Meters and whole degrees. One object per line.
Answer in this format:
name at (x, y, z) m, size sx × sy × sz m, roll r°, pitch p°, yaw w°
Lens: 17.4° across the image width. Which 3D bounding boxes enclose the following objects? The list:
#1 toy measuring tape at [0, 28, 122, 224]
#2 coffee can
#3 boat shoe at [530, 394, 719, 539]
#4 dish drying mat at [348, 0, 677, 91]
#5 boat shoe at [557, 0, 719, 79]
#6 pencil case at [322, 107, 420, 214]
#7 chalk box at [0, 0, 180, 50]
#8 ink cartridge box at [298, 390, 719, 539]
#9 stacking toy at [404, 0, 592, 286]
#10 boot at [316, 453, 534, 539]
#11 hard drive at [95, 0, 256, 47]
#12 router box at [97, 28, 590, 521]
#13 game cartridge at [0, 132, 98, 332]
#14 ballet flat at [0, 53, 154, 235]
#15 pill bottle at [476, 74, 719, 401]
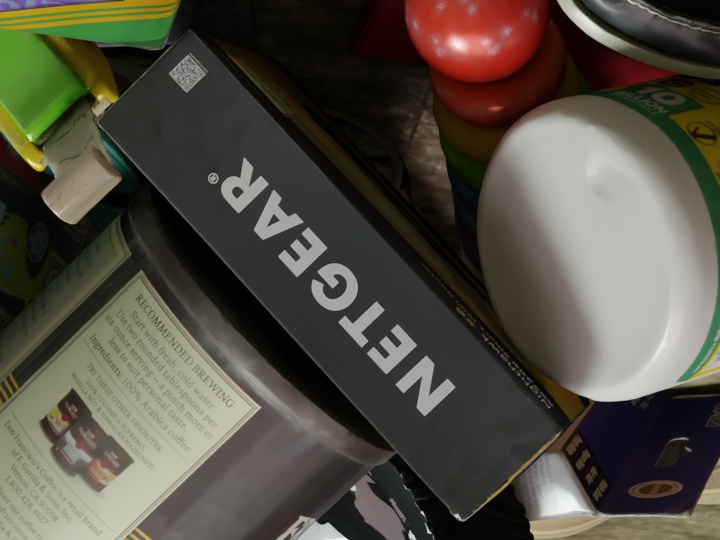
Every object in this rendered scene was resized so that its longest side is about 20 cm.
toy measuring tape at (-0.116, -0.070, 0.779) m, size 0.073 × 0.074 × 0.200 m, roll 7°, pitch -164°, yaw -12°
coffee can at (-0.104, 0.084, 0.949) m, size 0.200 × 0.146 × 0.146 m, roll -43°, pitch 142°, yaw 9°
boat shoe at (0.140, 0.102, 1.342) m, size 0.199 × 0.071 × 0.065 m, roll -11°, pitch 148°, yaw 8°
dish drying mat at (0.100, -0.096, 0.955) m, size 0.199 × 0.018 × 0.077 m, roll 8°, pitch 156°, yaw -12°
boat shoe at (0.168, -0.109, 0.854) m, size 0.199 × 0.075 × 0.066 m, roll 9°, pitch 153°, yaw -18°
pencil case at (0.012, 0.008, 1.094) m, size 0.078 × 0.089 × 0.200 m, roll -42°, pitch 146°, yaw -4°
chalk box at (-0.142, -0.158, 0.701) m, size 0.199 × 0.125 × 0.124 m, roll 7°, pitch 156°, yaw -14°
ink cartridge box at (0.085, 0.085, 1.205) m, size 0.199 × 0.041 × 0.200 m, roll -7°, pitch -169°, yaw 19°
stacking toy at (0.063, -0.059, 0.928) m, size 0.085 × 0.086 × 0.200 m, roll -5°, pitch 151°, yaw 13°
boot at (-0.022, 0.104, 1.096) m, size 0.162 × 0.073 × 0.198 m, roll -7°, pitch 127°, yaw 36°
hard drive at (-0.140, -0.129, 0.864) m, size 0.199 × 0.042 × 0.135 m, roll 0°, pitch 156°, yaw 2°
router box at (0.000, 0.000, 0.913) m, size 0.052 × 0.200 × 0.157 m, roll -43°, pitch 175°, yaw 8°
game cartridge at (-0.158, -0.008, 1.016) m, size 0.041 × 0.133 × 0.200 m, roll 13°, pitch 166°, yaw 27°
ballet flat at (-0.100, -0.054, 1.005) m, size 0.070 × 0.065 × 0.200 m, roll 15°, pitch 160°, yaw 18°
pill bottle at (0.151, -0.024, 0.900) m, size 0.200 × 0.113 × 0.113 m, roll -14°, pitch 168°, yaw -37°
